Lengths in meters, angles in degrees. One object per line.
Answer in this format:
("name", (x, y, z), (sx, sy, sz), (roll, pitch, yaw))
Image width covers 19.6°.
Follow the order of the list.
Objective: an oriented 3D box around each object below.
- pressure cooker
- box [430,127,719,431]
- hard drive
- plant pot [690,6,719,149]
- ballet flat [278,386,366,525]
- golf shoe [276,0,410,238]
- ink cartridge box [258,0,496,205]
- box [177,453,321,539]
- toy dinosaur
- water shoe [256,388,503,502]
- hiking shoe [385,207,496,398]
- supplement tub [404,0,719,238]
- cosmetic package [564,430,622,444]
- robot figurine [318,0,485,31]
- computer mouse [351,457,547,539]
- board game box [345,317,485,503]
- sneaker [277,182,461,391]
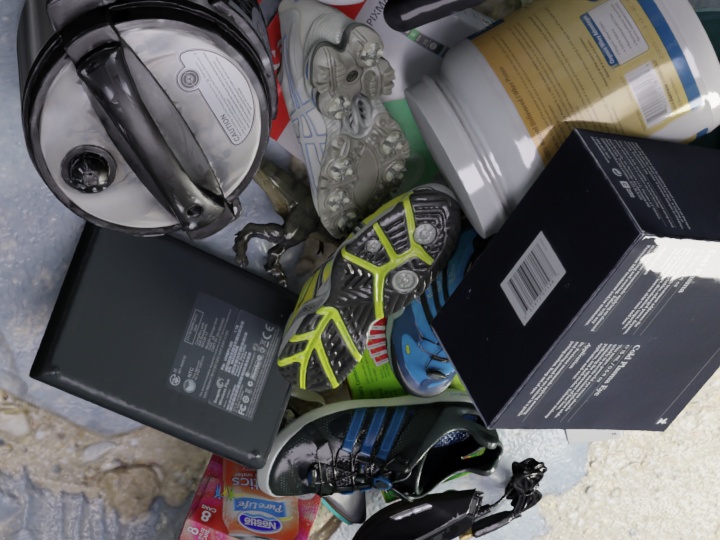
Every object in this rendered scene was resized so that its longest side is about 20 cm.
("pressure cooker", (-0.148, -0.121, 1.430), (0.175, 0.200, 0.179), (14, 117, -17))
("box", (0.184, 0.013, 1.476), (0.181, 0.104, 0.200), (6, 133, -39))
("hard drive", (-0.140, 0.053, 1.601), (0.199, 0.033, 0.140), (25, 76, -26))
("plant pot", (0.299, -0.096, 1.598), (0.134, 0.200, 0.201), (-1, 127, -48))
("ballet flat", (-0.044, 0.138, 1.711), (0.073, 0.073, 0.200), (-41, 121, 12))
("golf shoe", (-0.019, -0.116, 1.518), (0.078, 0.097, 0.201), (-26, 139, -22))
("ink cartridge box", (-0.005, -0.148, 1.550), (0.199, 0.050, 0.161), (22, 114, -29))
("box", (-0.110, 0.255, 1.713), (0.099, 0.096, 0.201), (22, 129, 0))
("toy dinosaur", (-0.053, -0.034, 1.604), (0.088, 0.048, 0.200), (-45, 131, 12))
("water shoe", (0.017, 0.145, 1.650), (0.199, 0.079, 0.072), (-15, 126, -17))
("hiking shoe", (0.073, 0.027, 1.598), (0.074, 0.087, 0.201), (7, 123, -20))
("supplement tub", (0.146, -0.124, 1.495), (0.199, 0.145, 0.145), (-28, 125, -2))
("cosmetic package", (0.170, 0.043, 1.661), (0.050, 0.083, 0.201), (-10, 134, 8))
("robot figurine", (0.028, -0.262, 1.440), (0.199, 0.151, 0.125), (-23, 142, -1))
("computer mouse", (0.066, 0.212, 1.782), (0.199, 0.046, 0.141), (-29, 162, -2))
("board game box", (0.040, 0.090, 1.714), (0.101, 0.048, 0.201), (-19, 125, -3))
("sneaker", (0.000, 0.000, 1.565), (0.075, 0.077, 0.200), (31, 120, -23))
